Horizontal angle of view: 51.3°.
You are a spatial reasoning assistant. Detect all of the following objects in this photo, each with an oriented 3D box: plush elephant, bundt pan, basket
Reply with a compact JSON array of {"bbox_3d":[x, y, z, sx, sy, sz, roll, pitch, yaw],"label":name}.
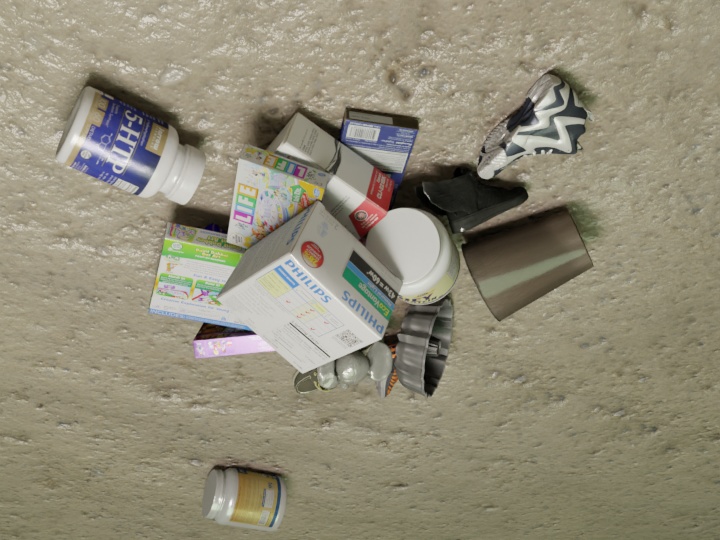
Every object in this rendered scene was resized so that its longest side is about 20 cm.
[{"bbox_3d":[-0.025,0.166,1.494,0.163,0.157,0.200,3,157,-10],"label":"plush elephant"},{"bbox_3d":[0.123,0.148,1.502,0.075,0.203,0.203,10,142,19],"label":"bundt pan"},{"bbox_3d":[0.311,-0.017,1.373,0.198,0.137,0.181,-25,130,16],"label":"basket"}]

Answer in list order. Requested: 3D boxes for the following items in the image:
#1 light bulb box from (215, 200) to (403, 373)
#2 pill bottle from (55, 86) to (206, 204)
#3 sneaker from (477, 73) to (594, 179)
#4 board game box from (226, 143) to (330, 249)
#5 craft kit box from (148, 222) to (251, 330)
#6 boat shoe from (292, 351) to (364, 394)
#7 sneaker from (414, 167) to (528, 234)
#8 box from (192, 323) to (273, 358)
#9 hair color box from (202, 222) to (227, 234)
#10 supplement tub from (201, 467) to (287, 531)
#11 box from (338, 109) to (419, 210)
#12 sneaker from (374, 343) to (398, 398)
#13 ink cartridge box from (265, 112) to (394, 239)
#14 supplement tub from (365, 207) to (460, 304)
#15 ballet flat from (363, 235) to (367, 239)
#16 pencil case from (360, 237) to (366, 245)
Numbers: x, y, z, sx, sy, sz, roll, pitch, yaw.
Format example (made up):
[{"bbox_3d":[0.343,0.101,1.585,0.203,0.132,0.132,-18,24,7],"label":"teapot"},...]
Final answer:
[{"bbox_3d":[-0.077,0.032,1.162,0.198,0.125,0.199,43,135,-20],"label":"light bulb box"},{"bbox_3d":[-0.343,-0.181,1.137,0.199,0.121,0.120,23,132,-28],"label":"pill bottle"},{"bbox_3d":[0.287,-0.202,1.197,0.129,0.080,0.200,26,120,-19],"label":"sneaker"},{"bbox_3d":[-0.133,-0.095,1.172,0.133,0.034,0.201,19,142,-2],"label":"board game box"},{"bbox_3d":[-0.262,0.016,1.330,0.198,0.049,0.198,12,137,-17],"label":"craft kit box"},{"bbox_3d":[-0.073,0.230,1.663,0.201,0.061,0.072,-31,132,27],"label":"boat shoe"},{"bbox_3d":[0.192,-0.133,1.272,0.198,0.105,0.060,-26,-175,-23],"label":"sneaker"},{"bbox_3d":[-0.218,0.122,1.477,0.197,0.137,0.040,-6,105,1],"label":"box"},{"bbox_3d":[-0.248,0.010,1.402,0.109,0.065,0.200,-27,135,22],"label":"hair color box"},{"bbox_3d":[-0.309,0.609,2.003,0.198,0.146,0.145,17,134,-23],"label":"supplement tub"},{"bbox_3d":[0.014,-0.171,1.244,0.120,0.033,0.201,6,137,-11],"label":"box"},{"bbox_3d":[0.088,0.218,1.654,0.111,0.078,0.201,-13,153,-12],"label":"sneaker"},{"bbox_3d":[-0.068,-0.133,1.203,0.199,0.084,0.144,32,135,-20],"label":"ink cartridge box"},{"bbox_3d":[0.090,-0.024,1.280,0.143,0.147,0.200,-15,167,12],"label":"supplement tub"},{"bbox_3d":[0.000,0.000,1.404,0.067,0.073,0.201,-11,138,8],"label":"ballet flat"},{"bbox_3d":[-0.071,-0.006,1.345,0.198,0.088,0.087,-11,141,35],"label":"pencil case"}]
